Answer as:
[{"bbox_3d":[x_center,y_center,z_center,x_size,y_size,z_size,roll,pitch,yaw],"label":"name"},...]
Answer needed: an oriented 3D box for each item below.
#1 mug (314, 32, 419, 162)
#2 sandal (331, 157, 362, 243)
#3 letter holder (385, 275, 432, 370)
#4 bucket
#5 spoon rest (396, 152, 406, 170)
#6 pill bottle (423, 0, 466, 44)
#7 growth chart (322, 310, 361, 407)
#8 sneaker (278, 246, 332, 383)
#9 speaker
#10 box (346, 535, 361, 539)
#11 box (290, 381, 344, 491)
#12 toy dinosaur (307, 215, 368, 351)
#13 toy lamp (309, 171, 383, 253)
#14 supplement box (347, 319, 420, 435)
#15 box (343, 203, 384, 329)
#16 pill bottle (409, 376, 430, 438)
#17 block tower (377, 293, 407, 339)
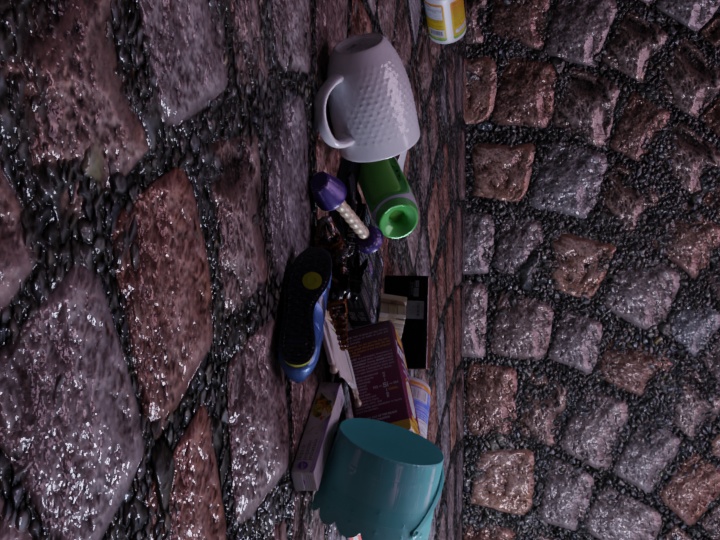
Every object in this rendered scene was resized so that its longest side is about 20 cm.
[{"bbox_3d":[-0.002,-0.282,1.536,0.199,0.146,0.178,-38,128,-34],"label":"mug"},{"bbox_3d":[-0.017,-0.139,1.635,0.077,0.042,0.204,72,22,-53],"label":"sandal"},{"bbox_3d":[0.113,0.121,2.089,0.142,0.098,0.205,34,57,-76],"label":"letter holder"},{"bbox_3d":[0.033,0.330,1.457,0.207,0.203,0.138,-20,128,-76],"label":"bucket"},{"bbox_3d":[0.078,-0.251,2.010,0.099,0.059,0.205,-35,123,-74],"label":"spoon rest"},{"bbox_3d":[0.228,-0.734,2.531,0.202,0.108,0.113,75,21,-50],"label":"pill bottle"},{"bbox_3d":[-0.039,0.130,1.522,0.201,0.017,0.147,62,10,-64],"label":"growth chart"},{"bbox_3d":[-0.081,0.064,1.343,0.079,0.064,0.204,90,7,-60],"label":"sneaker"},{"bbox_3d":[0.046,-0.147,1.692,0.202,0.086,0.090,-109,-174,-50],"label":"speaker"},{"bbox_3d":[0.012,0.398,1.627,0.035,0.108,0.203,-116,-167,-52],"label":"box"},{"bbox_3d":[-0.065,0.256,1.450,0.202,0.038,0.042,-72,157,-52],"label":"box"},{"bbox_3d":[-0.035,0.015,1.454,0.203,0.101,0.136,61,-5,3],"label":"toy dinosaur"},{"bbox_3d":[-0.024,-0.095,1.525,0.200,0.057,0.059,47,43,-51],"label":"toy lamp"},{"bbox_3d":[0.037,0.213,1.652,0.131,0.101,0.204,59,18,-64],"label":"supplement box"},{"bbox_3d":[0.000,0.000,1.713,0.201,0.042,0.163,69,25,-57],"label":"box"},{"bbox_3d":[0.086,0.335,1.948,0.113,0.109,0.204,70,25,-56],"label":"pill bottle"},{"bbox_3d":[0.051,0.148,1.814,0.058,0.053,0.204,-83,180,-62],"label":"block tower"}]
